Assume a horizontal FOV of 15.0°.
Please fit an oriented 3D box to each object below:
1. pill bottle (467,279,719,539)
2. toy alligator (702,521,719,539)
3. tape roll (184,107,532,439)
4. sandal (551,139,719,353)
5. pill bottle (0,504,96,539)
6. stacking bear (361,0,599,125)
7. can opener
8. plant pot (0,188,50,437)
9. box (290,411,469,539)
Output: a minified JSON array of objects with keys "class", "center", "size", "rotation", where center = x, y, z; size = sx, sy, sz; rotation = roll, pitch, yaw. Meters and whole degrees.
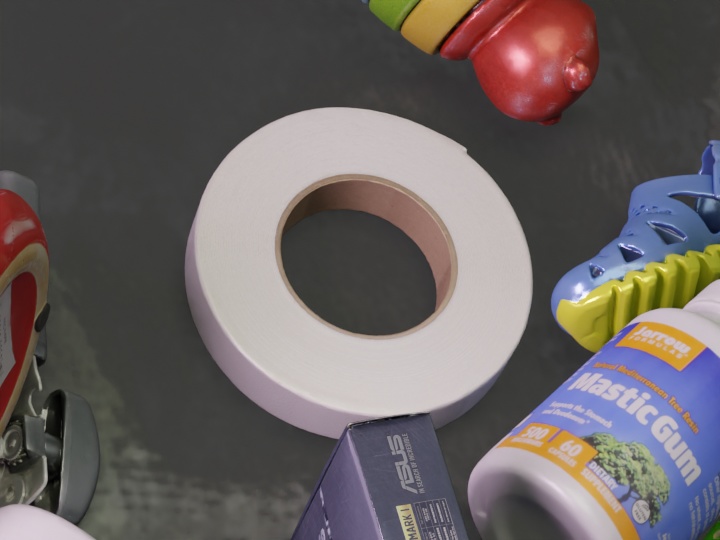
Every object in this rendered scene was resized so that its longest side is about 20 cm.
[{"class":"pill bottle","center":[0.161,0.091,1.505],"size":[0.112,0.112,0.200],"rotation":[43,60,11]},{"class":"toy alligator","center":[0.188,0.183,1.498],"size":[0.200,0.059,0.054],"rotation":[-41,118,-30]},{"class":"tape roll","center":[0.000,0.000,1.558],"size":[0.202,0.037,0.204],"rotation":[6,60,-11]},{"class":"sandal","center":[0.185,-0.017,1.601],"size":[0.199,0.080,0.087],"rotation":[-24,59,-32]},{"class":"pill bottle","center":[-0.196,0.221,1.331],"size":[0.114,0.114,0.200],"rotation":[36,58,7]},{"class":"stacking bear","center":[0.064,-0.175,1.638],"size":[0.200,0.121,0.114],"rotation":[48,58,5]},{"class":"can opener","center":[-0.181,0.045,1.484],"size":[0.067,0.053,0.201],"rotation":[23,50,-41]},{"class":"plant pot","center":[-0.266,0.025,1.359],"size":[0.182,0.201,0.201],"rotation":[21,57,9]},{"class":"box","center":[0.023,0.195,1.381],"size":[0.051,0.158,0.201],"rotation":[-8,64,-20]}]
